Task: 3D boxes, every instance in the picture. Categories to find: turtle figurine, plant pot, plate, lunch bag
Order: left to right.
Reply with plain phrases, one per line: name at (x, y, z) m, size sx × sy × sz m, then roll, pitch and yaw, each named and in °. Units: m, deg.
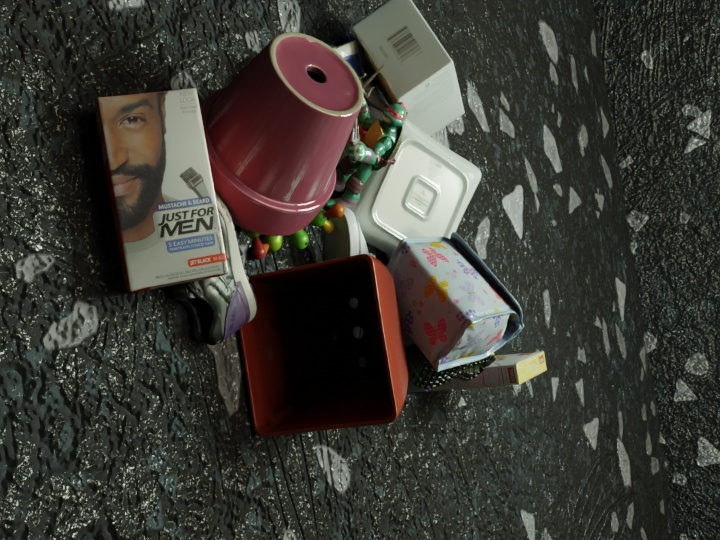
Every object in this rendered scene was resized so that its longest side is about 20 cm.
plant pot at (-0.093, -0.175, 0.991) m, size 0.196 × 0.179 × 0.204 m, roll 21°, pitch 46°, yaw -23°
plant pot at (-0.030, 0.092, 1.089) m, size 0.176 × 0.195 × 0.205 m, roll -7°, pitch 88°, yaw -69°
turtle figurine at (0.008, -0.184, 1.188) m, size 0.099 × 0.202 × 0.151 m, roll 24°, pitch 30°, yaw -14°
plate at (0.089, -0.114, 1.285) m, size 0.197 × 0.032 × 0.204 m, roll 28°, pitch 82°, yaw -25°
lunch bag at (0.140, 0.037, 1.203) m, size 0.198 × 0.128 × 0.170 m, roll -2°, pitch 45°, yaw -51°

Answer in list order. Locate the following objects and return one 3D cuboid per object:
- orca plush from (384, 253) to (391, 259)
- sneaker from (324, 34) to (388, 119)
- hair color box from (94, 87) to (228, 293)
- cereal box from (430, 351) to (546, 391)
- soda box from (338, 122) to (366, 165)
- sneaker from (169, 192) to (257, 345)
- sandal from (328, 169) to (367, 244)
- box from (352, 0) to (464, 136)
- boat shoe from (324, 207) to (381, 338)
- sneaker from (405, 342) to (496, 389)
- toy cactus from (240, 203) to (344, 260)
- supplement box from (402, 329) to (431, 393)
orca plush at (0.084, -0.051, 1.418) m, size 0.203 × 0.070 × 0.106 m, roll 64°, pitch 35°, yaw -25°
sneaker at (-0.012, -0.311, 1.324) m, size 0.198 × 0.079 × 0.118 m, roll 24°, pitch 63°, yaw -52°
hair color box at (-0.217, -0.086, 0.892) m, size 0.108 × 0.064 × 0.205 m, roll -11°, pitch 90°, yaw -21°
cereal box at (0.213, 0.178, 1.443) m, size 0.143 × 0.196 × 0.041 m, roll -7°, pitch 87°, yaw -59°
soda box at (0.028, -0.193, 1.352) m, size 0.198 × 0.069 × 0.064 m, roll 12°, pitch 48°, yaw -57°
sneaker at (-0.189, -0.010, 0.959) m, size 0.087 × 0.074 × 0.204 m, roll -41°, pitch 116°, yaw -48°
sandal at (-0.019, -0.063, 1.278) m, size 0.075 × 0.042 × 0.206 m, roll 13°, pitch 70°, yaw -57°
box at (0.083, -0.327, 1.355) m, size 0.154 × 0.105 × 0.200 m, roll 59°, pitch 4°, yaw 18°
boat shoe at (0.003, 0.002, 1.215) m, size 0.085 × 0.074 × 0.207 m, roll -17°, pitch 111°, yaw -33°
sneaker at (0.124, 0.126, 1.261) m, size 0.198 × 0.078 × 0.086 m, roll 4°, pitch 44°, yaw -51°
toy cactus at (-0.109, -0.107, 1.112) m, size 0.199 × 0.101 × 0.168 m, roll -32°, pitch 99°, yaw -48°
supplement box at (0.100, 0.127, 1.367) m, size 0.199 × 0.101 × 0.104 m, roll -22°, pitch 101°, yaw -60°
